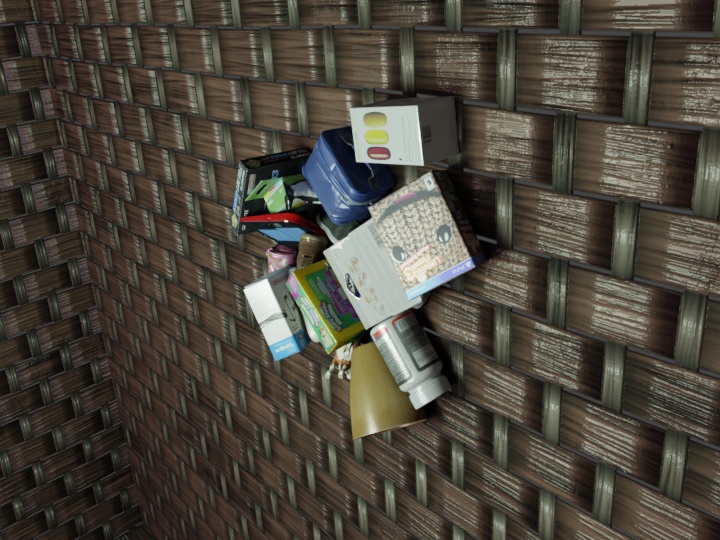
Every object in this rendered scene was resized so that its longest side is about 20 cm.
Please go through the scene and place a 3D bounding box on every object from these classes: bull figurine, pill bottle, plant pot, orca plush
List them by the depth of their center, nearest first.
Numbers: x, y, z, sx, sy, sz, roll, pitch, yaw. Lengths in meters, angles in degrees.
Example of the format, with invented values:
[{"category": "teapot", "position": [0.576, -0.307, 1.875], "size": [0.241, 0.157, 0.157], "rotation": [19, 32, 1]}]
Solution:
[{"category": "pill bottle", "position": [0.114, 0.198, 1.602], "size": [0.203, 0.112, 0.114], "rotation": [61, 142, 10]}, {"category": "orca plush", "position": [-0.104, -0.163, 1.624], "size": [0.106, 0.198, 0.071], "rotation": [51, 132, 10]}, {"category": "plant pot", "position": [0.047, 0.277, 1.695], "size": [0.186, 0.182, 0.206], "rotation": [-34, 65, 52]}, {"category": "bull figurine", "position": [-0.036, 0.205, 1.789], "size": [0.063, 0.122, 0.205], "rotation": [17, 125, 14]}]

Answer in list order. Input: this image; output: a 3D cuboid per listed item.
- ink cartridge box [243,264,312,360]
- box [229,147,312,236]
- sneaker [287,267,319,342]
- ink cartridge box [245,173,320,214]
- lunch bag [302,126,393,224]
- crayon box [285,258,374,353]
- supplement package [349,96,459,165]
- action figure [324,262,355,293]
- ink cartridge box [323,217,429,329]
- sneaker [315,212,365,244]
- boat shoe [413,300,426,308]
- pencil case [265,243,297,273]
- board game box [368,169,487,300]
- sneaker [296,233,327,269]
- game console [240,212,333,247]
[{"category": "ink cartridge box", "position": [-0.200, 0.105, 1.841], "size": [0.083, 0.146, 0.205], "rotation": [-21, 97, 23]}, {"category": "box", "position": [-0.217, -0.194, 1.757], "size": [0.050, 0.195, 0.203], "rotation": [47, 138, 31]}, {"category": "sneaker", "position": [-0.118, 0.074, 1.828], "size": [0.084, 0.072, 0.204], "rotation": [-30, 79, 27]}, {"category": "ink cartridge box", "position": [-0.162, -0.179, 1.694], "size": [0.103, 0.196, 0.061], "rotation": [-34, 76, 52]}, {"category": "lunch bag", "position": [-0.023, -0.209, 1.560], "size": [0.202, 0.134, 0.133], "rotation": [56, 141, 17]}, {"category": "crayon box", "position": [-0.057, 0.073, 1.708], "size": [0.202, 0.170, 0.059], "rotation": [56, 141, 16]}, {"category": "supplement package", "position": [0.084, -0.277, 1.415], "size": [0.197, 0.108, 0.117], "rotation": [11, 116, 48]}, {"category": "action figure", "position": [0.000, 0.000, 1.652], "size": [0.197, 0.117, 0.105], "rotation": [-9, 92, 46]}, {"category": "ink cartridge box", "position": [0.032, 0.003, 1.540], "size": [0.174, 0.044, 0.203], "rotation": [-29, 92, 40]}, {"category": "sneaker", "position": [-0.043, -0.121, 1.695], "size": [0.100, 0.070, 0.200], "rotation": [-53, 28, 6]}, {"category": "boat shoe", "position": [0.109, -0.009, 1.551], "size": [0.071, 0.061, 0.206], "rotation": [22, 123, 43]}, {"category": "pencil case", "position": [-0.214, 0.027, 1.958], "size": [0.086, 0.081, 0.205], "rotation": [36, 133, 46]}, {"category": "board game box", "position": [0.133, -0.071, 1.416], "size": [0.157, 0.096, 0.204], "rotation": [-28, 85, 26]}, {"category": "sneaker", "position": [-0.121, -0.033, 1.744], "size": [0.200, 0.068, 0.078], "rotation": [116, 163, -76]}, {"category": "game console", "position": [-0.173, -0.093, 1.748], "size": [0.173, 0.199, 0.032], "rotation": [-3, 72, 31]}]
